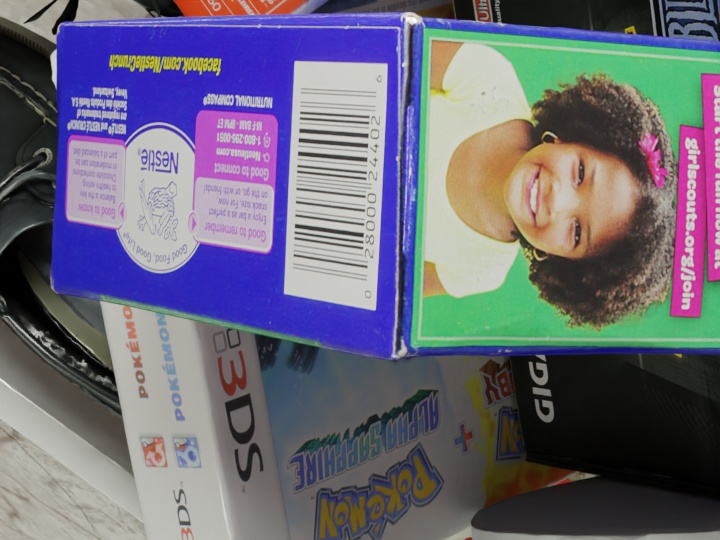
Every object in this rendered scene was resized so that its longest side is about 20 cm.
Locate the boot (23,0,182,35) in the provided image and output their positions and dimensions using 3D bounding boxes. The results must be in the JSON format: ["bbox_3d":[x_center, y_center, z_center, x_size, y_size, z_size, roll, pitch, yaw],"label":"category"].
[{"bbox_3d":[-0.081,-0.173,0.824,0.073,0.199,0.162,5,-175,1],"label":"boot"}]

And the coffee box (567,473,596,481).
[{"bbox_3d":[0.124,0.029,0.955,0.200,0.080,0.113,12,146,43],"label":"coffee box"}]

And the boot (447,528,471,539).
[{"bbox_3d":[-0.019,0.099,1.216,0.144,0.073,0.200,-3,159,-9],"label":"boot"}]

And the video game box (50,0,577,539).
[{"bbox_3d":[0.000,0.000,0.836,0.047,0.200,0.183,1,105,41],"label":"video game box"}]

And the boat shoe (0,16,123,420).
[{"bbox_3d":[-0.097,-0.009,0.852,0.199,0.074,0.066,50,-161,-4],"label":"boat shoe"}]

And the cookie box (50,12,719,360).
[{"bbox_3d":[0.049,-0.021,0.639,0.200,0.075,0.171,0,-176,-32],"label":"cookie box"}]

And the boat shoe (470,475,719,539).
[{"bbox_3d":[0.133,0.101,0.813,0.199,0.072,0.066,-2,101,13],"label":"boat shoe"}]

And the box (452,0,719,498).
[{"bbox_3d":[0.105,-0.030,0.793,0.159,0.049,0.200,7,112,46],"label":"box"}]

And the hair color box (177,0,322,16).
[{"bbox_3d":[0.027,-0.136,0.681,0.064,0.111,0.200,54,146,-6],"label":"hair color box"}]

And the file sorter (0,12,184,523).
[{"bbox_3d":[-0.072,-0.013,0.985,0.139,0.125,0.200,37,-165,-2],"label":"file sorter"}]
